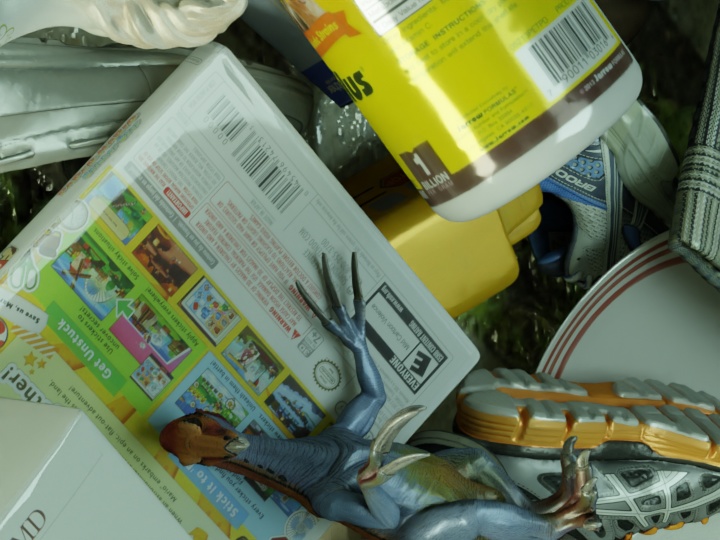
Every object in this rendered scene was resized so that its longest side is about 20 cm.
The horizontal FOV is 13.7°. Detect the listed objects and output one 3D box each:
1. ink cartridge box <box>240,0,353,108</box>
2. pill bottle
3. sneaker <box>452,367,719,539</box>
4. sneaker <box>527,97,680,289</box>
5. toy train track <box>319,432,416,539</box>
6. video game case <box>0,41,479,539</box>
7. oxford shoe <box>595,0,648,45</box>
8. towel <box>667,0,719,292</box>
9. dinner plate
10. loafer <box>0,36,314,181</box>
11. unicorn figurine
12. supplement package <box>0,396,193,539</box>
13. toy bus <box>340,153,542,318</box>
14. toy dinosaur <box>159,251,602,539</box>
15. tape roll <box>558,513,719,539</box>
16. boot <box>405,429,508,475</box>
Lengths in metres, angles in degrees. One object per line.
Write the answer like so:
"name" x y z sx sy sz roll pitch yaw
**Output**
"ink cartridge box" -0.020 -0.161 1.338 0.200 0.042 0.119 40 64 -11
"pill bottle" 0.023 -0.127 1.268 0.109 0.109 0.200 -40 97 -34
"sneaker" 0.125 0.097 1.438 0.199 0.078 0.077 9 107 -25
"sneaker" 0.123 -0.025 1.504 0.085 0.077 0.200 -35 137 0
"toy train track" 0.057 0.115 1.470 0.200 0.032 0.115 -6 96 -43
"video game case" -0.065 0.035 1.280 0.182 0.023 0.200 -47 120 -13
"oxford shoe" 0.079 -0.115 1.445 0.200 0.084 0.073 -16 101 -42
"towel" 0.236 -0.053 1.494 0.200 0.034 0.193 34 60 -39
"dinner plate" 0.154 0.063 1.504 0.200 0.024 0.201 -16 120 -29
"loafer" -0.108 -0.064 1.290 0.200 0.070 0.070 1 95 -34
"unicorn figurine" -0.134 -0.130 1.220 0.200 0.074 0.137 -31 73 -22
"supplement package" -0.121 0.157 1.205 0.117 0.117 0.200 -53 124 -24
"toy bus" 0.000 0.000 1.368 0.200 0.078 0.065 -30 113 -21
"toy dinosaur" 0.008 0.100 1.267 0.181 0.105 0.201 -4 108 -3
"tape roll" 0.154 0.201 1.525 0.202 0.037 0.203 -14 115 -32
"boot" 0.021 0.191 1.348 0.154 0.073 0.204 -56 154 -60
